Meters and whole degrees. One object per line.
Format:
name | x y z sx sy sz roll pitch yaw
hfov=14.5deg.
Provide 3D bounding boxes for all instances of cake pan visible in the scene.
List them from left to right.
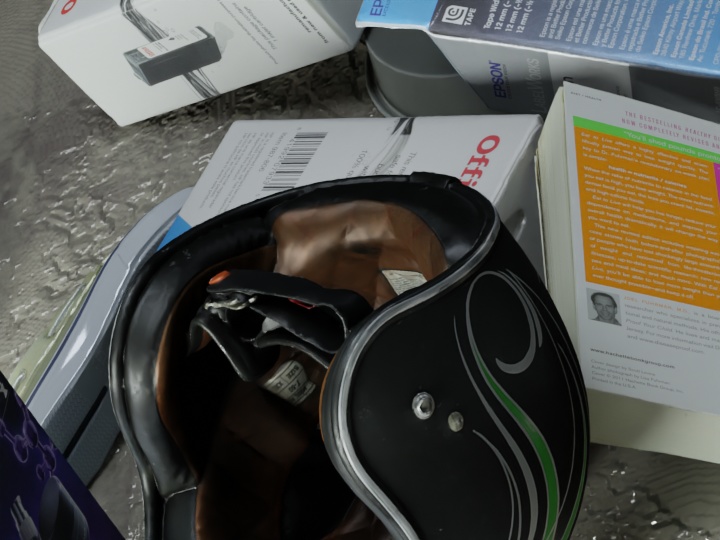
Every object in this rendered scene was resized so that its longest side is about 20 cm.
cake pan | 0.086 -0.157 1.583 0.200 0.037 0.200 -20 39 17

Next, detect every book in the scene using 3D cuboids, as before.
book | 0.153 0.005 1.298 0.134 0.048 0.200 11 40 -9

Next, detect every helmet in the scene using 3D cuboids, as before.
helmet | 0.000 0.075 1.172 0.200 0.191 0.200 -10 24 4

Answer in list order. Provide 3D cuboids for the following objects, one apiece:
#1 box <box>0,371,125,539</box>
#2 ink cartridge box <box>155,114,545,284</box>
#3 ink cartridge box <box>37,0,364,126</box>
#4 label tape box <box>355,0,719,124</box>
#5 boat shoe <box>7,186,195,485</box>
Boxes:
box | -0.189 0.168 1.336 0.079 0.141 0.200 -15 41 23
ink cartridge box | 0.000 0.000 1.432 0.200 0.084 0.145 1 49 38
ink cartridge box | -0.075 -0.180 1.657 0.200 0.084 0.144 -14 40 42
label tape box | 0.116 -0.150 1.475 0.200 0.066 0.143 9 57 19
boat shoe | -0.139 0.033 1.507 0.062 0.072 0.200 13 59 41
